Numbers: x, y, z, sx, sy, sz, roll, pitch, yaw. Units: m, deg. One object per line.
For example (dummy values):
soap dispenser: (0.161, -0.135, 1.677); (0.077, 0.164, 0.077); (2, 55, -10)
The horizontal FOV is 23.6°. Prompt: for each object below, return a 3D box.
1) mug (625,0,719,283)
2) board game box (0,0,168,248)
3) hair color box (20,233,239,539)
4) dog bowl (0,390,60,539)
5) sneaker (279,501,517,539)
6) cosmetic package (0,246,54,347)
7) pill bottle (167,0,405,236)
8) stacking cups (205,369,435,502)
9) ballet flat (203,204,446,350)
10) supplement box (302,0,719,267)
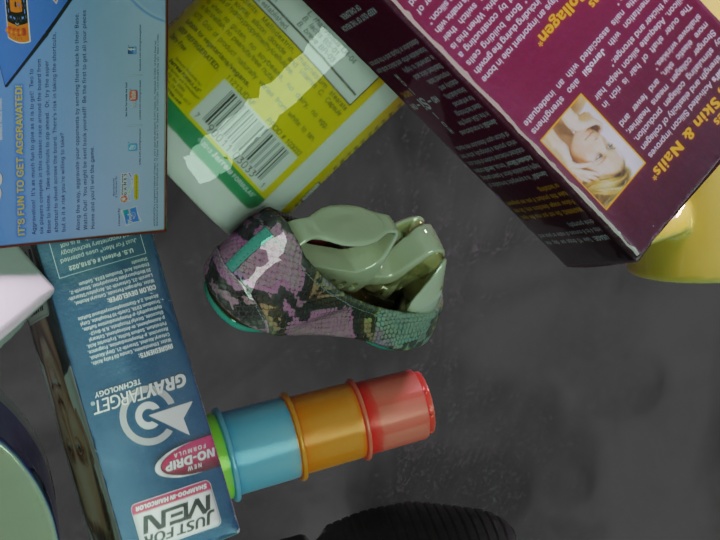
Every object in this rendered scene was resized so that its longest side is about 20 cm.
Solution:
mug: (0.205, -0.079, 0.916); (0.148, 0.186, 0.155); (-3, 100, 20)
board game box: (-0.135, -0.112, 0.767); (0.102, 0.019, 0.202); (-7, 108, -30)
hair color box: (-0.125, 0.043, 0.861); (0.060, 0.100, 0.202); (-17, 89, -18)
dog bowl: (-0.257, 0.145, 0.902); (0.198, 0.079, 0.202); (-4, 106, -13)
sneaker: (-0.003, 0.193, 0.990); (0.198, 0.074, 0.089); (-13, 109, 0)
cosmetic package: (-0.248, -0.029, 0.806); (0.200, 0.101, 0.071); (49, 49, -4)
pill bottle: (-0.022, -0.118, 0.870); (0.200, 0.113, 0.113); (-44, 111, 1)
stacking cups: (-0.055, 0.098, 0.950); (0.198, 0.061, 0.061); (-14, 109, -10)
ballet flat: (0.000, 0.000, 0.882); (0.071, 0.069, 0.199); (-43, 155, 22)
supplement box: (0.076, -0.109, 0.788); (0.200, 0.086, 0.110); (44, 77, -11)
